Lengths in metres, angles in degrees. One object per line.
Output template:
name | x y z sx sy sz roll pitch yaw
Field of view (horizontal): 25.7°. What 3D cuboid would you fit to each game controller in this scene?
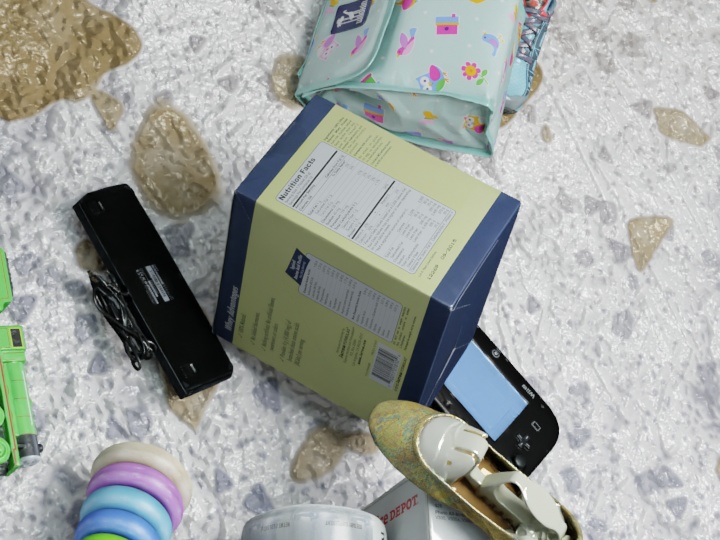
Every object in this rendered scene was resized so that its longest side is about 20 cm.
game controller | 0.099 0.102 1.459 0.200 0.042 0.104 49 57 1

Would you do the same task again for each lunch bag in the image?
lunch bag | 0.048 -0.218 1.525 0.198 0.122 0.172 11 67 11

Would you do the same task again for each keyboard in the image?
keyboard | -0.194 0.022 1.369 0.104 0.040 0.201 -18 74 -55

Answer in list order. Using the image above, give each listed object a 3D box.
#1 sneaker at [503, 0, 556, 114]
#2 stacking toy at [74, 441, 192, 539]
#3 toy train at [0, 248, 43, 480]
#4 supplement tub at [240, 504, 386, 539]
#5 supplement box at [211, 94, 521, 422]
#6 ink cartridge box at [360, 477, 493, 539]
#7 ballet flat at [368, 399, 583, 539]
sneaker | 0.154 -0.257 1.614 0.079 0.096 0.202 15 62 -18
stacking toy | -0.192 0.227 1.204 0.085 0.086 0.201 29 39 -11
toy train | -0.299 0.073 1.286 0.056 0.042 0.202 0 68 -37
supplement tub | -0.037 0.297 1.258 0.121 0.123 0.202 9 64 -22
supplement box | 0.000 0.000 1.330 0.199 0.201 0.135 29 52 11
ink cartridge box | 0.061 0.280 1.298 0.083 0.146 0.202 9 64 -22
ballet flat | 0.096 0.163 1.244 0.200 0.071 0.071 41 57 -2
